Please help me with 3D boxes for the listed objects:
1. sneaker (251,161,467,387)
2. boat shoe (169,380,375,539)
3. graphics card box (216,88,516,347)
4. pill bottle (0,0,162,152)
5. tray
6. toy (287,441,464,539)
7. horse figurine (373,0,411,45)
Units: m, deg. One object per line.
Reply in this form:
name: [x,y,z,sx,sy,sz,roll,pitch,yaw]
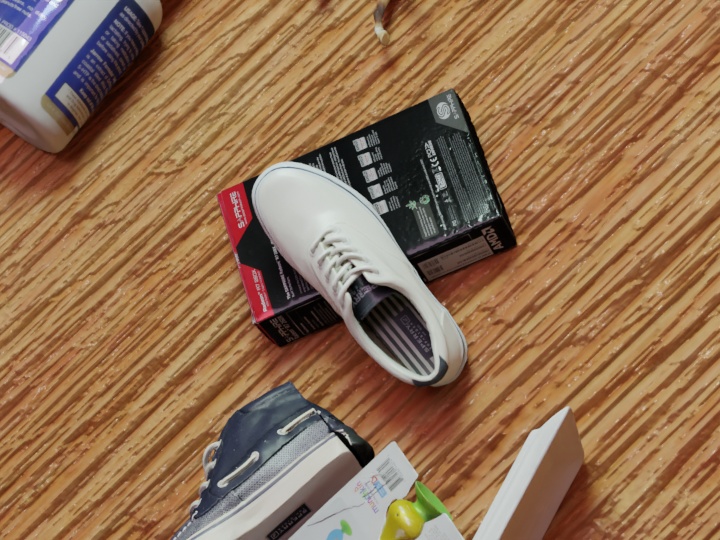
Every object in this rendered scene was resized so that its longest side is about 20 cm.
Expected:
sneaker: [0.000,0.000,1.453,0.200,0.071,0.073,44,97,5]
boat shoe: [-0.090,0.164,1.459,0.200,0.075,0.093,-36,48,-9]
graphics card box: [0.003,-0.039,1.538,0.200,0.051,0.126,-25,57,9]
pill bottle: [-0.232,-0.207,1.686,0.120,0.120,0.200,30,76,32]
tray: [0.087,0.185,1.344,0.022,0.107,0.200,25,74,19]
toy: [-0.013,0.224,1.395,0.200,0.047,0.115,-47,46,10]
horse figurine: [0.052,-0.262,1.635,0.200,0.050,0.133,-37,38,9]
